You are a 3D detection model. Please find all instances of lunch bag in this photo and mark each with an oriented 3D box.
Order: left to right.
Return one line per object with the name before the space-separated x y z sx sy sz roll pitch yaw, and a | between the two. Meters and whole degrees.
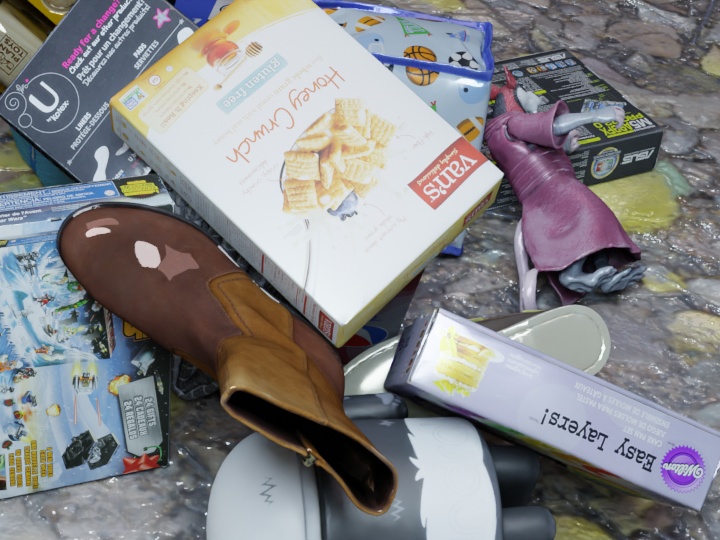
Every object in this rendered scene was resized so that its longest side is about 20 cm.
lunch bag | -0.002 -0.121 1.161 0.197 0.172 0.124 6 30 0

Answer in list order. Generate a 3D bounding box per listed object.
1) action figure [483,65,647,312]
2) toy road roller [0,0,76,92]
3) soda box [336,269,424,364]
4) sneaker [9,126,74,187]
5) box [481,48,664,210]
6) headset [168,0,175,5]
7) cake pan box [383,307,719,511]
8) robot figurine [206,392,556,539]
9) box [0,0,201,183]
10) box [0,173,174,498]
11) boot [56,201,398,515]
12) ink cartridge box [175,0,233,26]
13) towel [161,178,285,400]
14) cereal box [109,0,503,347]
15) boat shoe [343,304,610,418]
action figure | 0.142 -0.066 1.146 0.148 0.134 0.202 -28 74 -8
toy road roller | -0.231 -0.224 1.118 0.123 0.200 0.146 40 13 -20
soda box | 0.000 0.000 0.971 0.062 0.200 0.071 3 66 -6
sneaker | -0.214 -0.122 1.204 0.129 0.080 0.201 -18 53 -28
box | 0.148 -0.131 1.310 0.198 0.045 0.160 -15 43 -27
headset | -0.185 -0.210 1.291 0.198 0.125 0.094 -30 -1 0
cake pan box | 0.109 0.085 0.885 0.182 0.053 0.200 26 -6 -2
robot figurine | 0.009 0.150 0.842 0.197 0.127 0.150 -1 11 -12
box | -0.154 -0.110 1.010 0.114 0.133 0.200 38 -4 3
box | -0.183 0.044 0.879 0.135 0.202 0.040 -8 36 -21
boot | -0.078 0.044 0.758 0.188 0.069 0.200 40 6 -17
ink cartridge box | -0.133 -0.227 1.386 0.197 0.045 0.094 9 35 2
towel | -0.076 -0.028 0.995 0.085 0.201 0.166 29 40 8
cereal box | -0.032 -0.071 0.866 0.200 0.040 0.144 42 67 14
boat shoe | 0.074 0.069 1.012 0.197 0.073 0.060 -15 -1 -9
